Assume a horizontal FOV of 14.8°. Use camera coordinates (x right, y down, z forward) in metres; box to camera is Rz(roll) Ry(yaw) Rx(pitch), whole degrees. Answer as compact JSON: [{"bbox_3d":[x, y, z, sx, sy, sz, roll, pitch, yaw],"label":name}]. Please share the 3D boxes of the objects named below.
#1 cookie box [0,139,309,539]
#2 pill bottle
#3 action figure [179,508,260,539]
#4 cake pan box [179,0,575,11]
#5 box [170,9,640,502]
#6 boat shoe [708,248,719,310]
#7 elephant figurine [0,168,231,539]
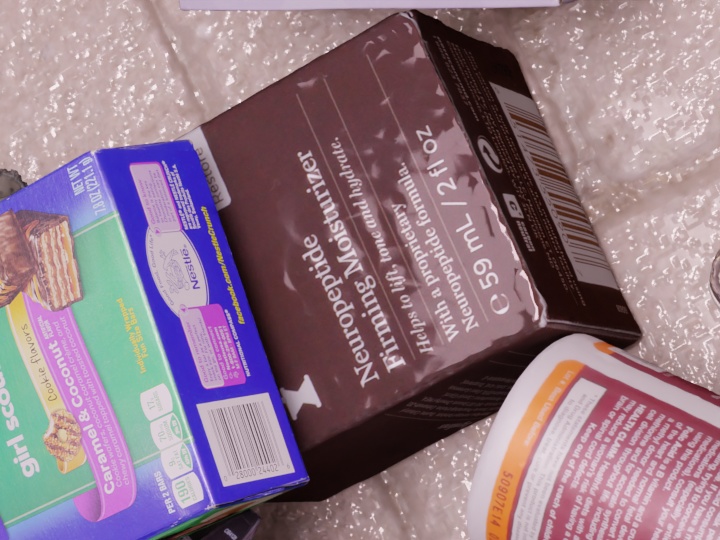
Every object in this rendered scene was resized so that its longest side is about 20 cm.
[{"bbox_3d":[-0.141,0.056,1.275,0.200,0.075,0.172,-27,78,35],"label":"cookie box"},{"bbox_3d":[0.158,0.118,1.237,0.200,0.114,0.115,26,96,24],"label":"pill bottle"},{"bbox_3d":[-0.038,0.198,1.352,0.130,0.200,0.069,15,59,49],"label":"action figure"},{"bbox_3d":[0.028,-0.157,1.332,0.199,0.184,0.053,1,99,20],"label":"cake pan box"},{"bbox_3d":[0.000,0.000,1.344,0.200,0.164,0.166,-28,77,17],"label":"box"},{"bbox_3d":[0.255,0.020,1.302,0.199,0.059,0.072,18,93,21],"label":"boat shoe"},{"bbox_3d":[-0.160,0.076,1.422,0.155,0.142,0.200,-45,79,-2],"label":"elephant figurine"}]
